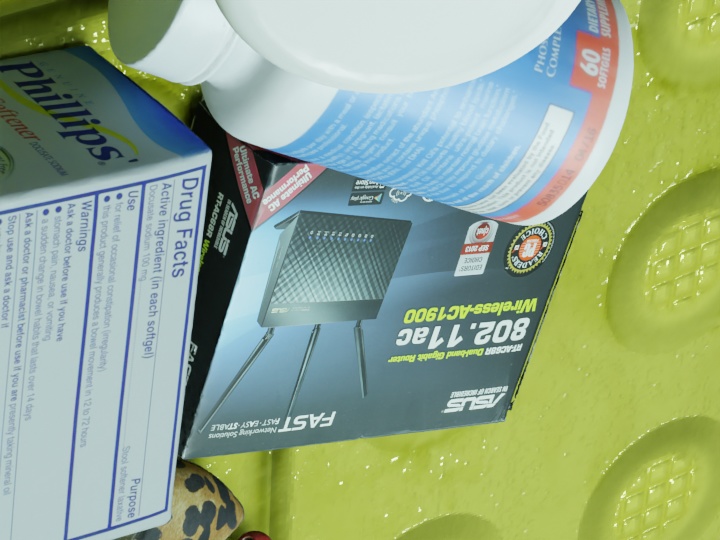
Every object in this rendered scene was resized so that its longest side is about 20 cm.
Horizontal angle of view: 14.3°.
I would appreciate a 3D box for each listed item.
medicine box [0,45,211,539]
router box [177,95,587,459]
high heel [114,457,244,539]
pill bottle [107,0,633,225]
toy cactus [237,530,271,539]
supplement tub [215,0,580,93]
[{"bbox_3d":[-0.173,0.026,1.142,0.200,0.103,0.182,-14,128,-33],"label":"medicine box"},{"bbox_3d":[0.000,0.000,1.300,0.200,0.062,0.150,-4,123,-39],"label":"router box"},{"bbox_3d":[-0.116,0.184,1.298,0.142,0.071,0.200,3,93,-36],"label":"high heel"},{"bbox_3d":[0.003,-0.095,1.177,0.200,0.112,0.112,16,110,-28],"label":"pill bottle"},{"bbox_3d":[-0.081,0.223,1.387,0.200,0.102,0.165,-57,148,-4],"label":"toy cactus"},{"bbox_3d":[0.007,-0.177,1.032,0.140,0.200,0.140,-4,142,-3],"label":"supplement tub"}]
